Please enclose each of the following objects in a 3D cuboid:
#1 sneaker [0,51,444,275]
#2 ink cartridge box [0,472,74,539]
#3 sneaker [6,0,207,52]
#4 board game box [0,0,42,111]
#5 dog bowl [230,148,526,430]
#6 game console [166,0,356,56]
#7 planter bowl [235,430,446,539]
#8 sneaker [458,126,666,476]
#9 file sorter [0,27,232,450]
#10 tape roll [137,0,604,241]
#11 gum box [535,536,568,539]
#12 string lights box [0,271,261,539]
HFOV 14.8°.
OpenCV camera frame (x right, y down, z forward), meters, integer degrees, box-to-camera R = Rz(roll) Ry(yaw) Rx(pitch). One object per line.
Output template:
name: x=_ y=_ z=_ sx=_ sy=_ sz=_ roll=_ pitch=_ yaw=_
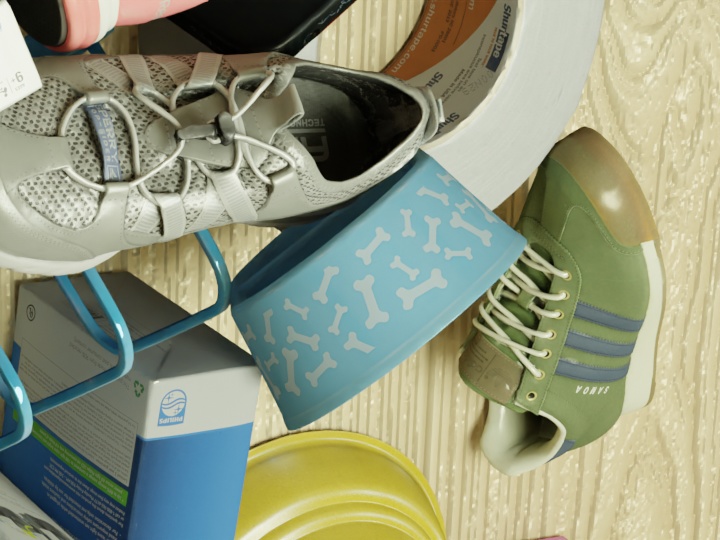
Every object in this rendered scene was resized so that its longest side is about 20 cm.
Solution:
sneaker: x=-0.057 y=-0.050 z=0.937 sx=0.199 sy=0.082 sz=0.075 roll=-12 pitch=84 yaw=-45
ink cartridge box: x=-0.150 y=0.156 z=1.080 sx=0.068 sy=0.200 sz=0.116 roll=28 pitch=94 yaw=-42
sneaker: x=-0.095 y=-0.179 z=0.959 sx=0.086 sy=0.074 sz=0.201 roll=-12 pitch=91 yaw=-26
board game box: x=-0.210 y=-0.067 z=0.921 sx=0.134 sy=0.200 sz=0.034 roll=-33 pitch=123 yaw=-19
dog bowl: x=0.000 y=0.000 z=1.049 sx=0.111 sy=0.200 sz=0.050 roll=-38 pitch=95 yaw=1
game console: x=-0.034 y=-0.204 z=1.024 sx=0.200 sy=0.172 sz=0.119 roll=-43 pitch=153 yaw=-22
planter bowl: x=-0.017 y=0.182 z=1.275 sx=0.200 sy=0.083 sz=0.202 roll=-18 pitch=122 yaw=-31
sneaker: x=0.086 y=0.026 z=1.264 sx=0.090 sy=0.067 sz=0.201 roll=-34 pitch=148 yaw=-17
file sorter: x=-0.167 y=0.015 z=0.992 sx=0.200 sy=0.139 sz=0.123 roll=-32 pitch=94 yaw=-30
tape roll: x=0.008 y=-0.109 z=1.159 sx=0.199 sy=0.066 sz=0.201 roll=-18 pitch=123 yaw=-30
gum box: x=0.093 y=0.238 z=1.367 sx=0.066 sy=0.113 sz=0.201 roll=-5 pitch=114 yaw=-36
string lights box: x=-0.106 y=0.114 z=1.158 sx=0.059 sy=0.103 sz=0.201 roll=-8 pitch=117 yaw=-38
